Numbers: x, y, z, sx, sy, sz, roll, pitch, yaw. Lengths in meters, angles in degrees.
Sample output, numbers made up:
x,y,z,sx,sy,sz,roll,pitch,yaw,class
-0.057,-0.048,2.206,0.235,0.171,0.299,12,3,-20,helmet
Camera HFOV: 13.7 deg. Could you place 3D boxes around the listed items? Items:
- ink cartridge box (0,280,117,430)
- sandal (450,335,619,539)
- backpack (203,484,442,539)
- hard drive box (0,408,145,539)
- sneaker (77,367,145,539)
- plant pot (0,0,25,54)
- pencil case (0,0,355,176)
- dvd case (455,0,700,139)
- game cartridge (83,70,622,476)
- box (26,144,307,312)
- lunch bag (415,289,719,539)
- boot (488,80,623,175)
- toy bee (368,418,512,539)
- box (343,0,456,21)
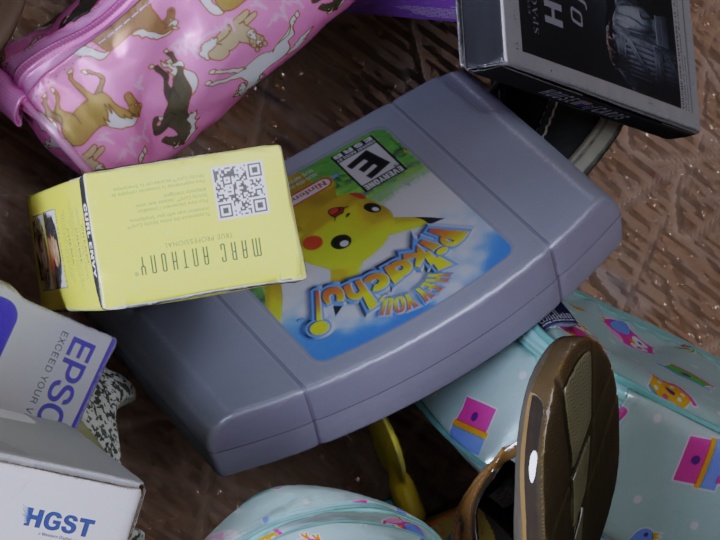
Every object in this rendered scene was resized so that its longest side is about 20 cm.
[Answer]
x,y,z,sx,sy,sz,roll,pitch,yaw,class
-0.214,0.074,1.083,0.199,0.043,0.199,26,89,-31,ink cartridge box
0.063,0.112,1.182,0.054,0.201,0.082,16,43,17,sandal
-0.031,0.183,1.126,0.166,0.200,0.127,17,29,-31,backpack
-0.183,0.144,1.049,0.155,0.077,0.201,15,97,-31,hard drive box
-0.117,0.115,1.174,0.088,0.077,0.201,16,69,-39,sneaker
-0.200,-0.166,1.115,0.199,0.175,0.201,14,54,-20,plant pot
-0.057,-0.116,1.218,0.200,0.083,0.087,-42,108,4,pencil case
0.091,-0.143,1.271,0.200,0.025,0.151,11,73,-61,dvd case
0.000,0.000,1.223,0.199,0.041,0.133,-30,48,-16,game cartridge
-0.076,-0.013,1.105,0.075,0.200,0.050,-9,91,-11,box
0.112,0.064,1.289,0.199,0.161,0.077,28,103,-25,lunch bag
0.055,-0.120,1.354,0.154,0.073,0.204,40,49,-14,boot
0.019,0.134,1.230,0.131,0.109,0.200,51,55,-11,toy bee
-0.014,-0.183,1.301,0.199,0.039,0.138,4,72,-6,box
